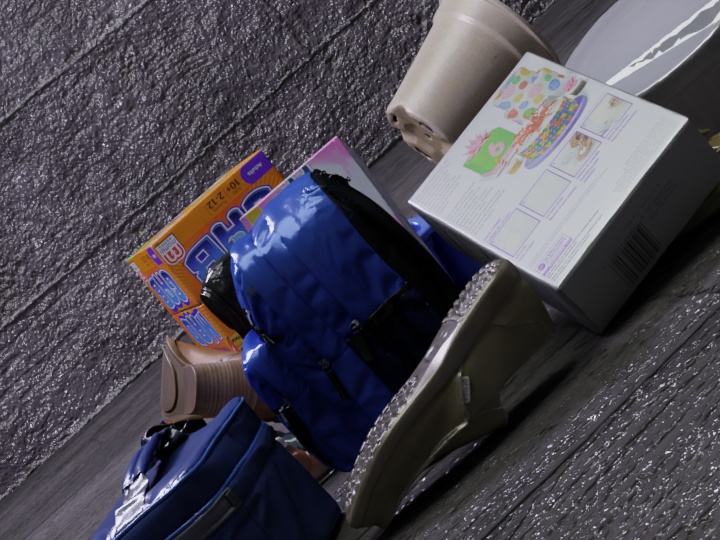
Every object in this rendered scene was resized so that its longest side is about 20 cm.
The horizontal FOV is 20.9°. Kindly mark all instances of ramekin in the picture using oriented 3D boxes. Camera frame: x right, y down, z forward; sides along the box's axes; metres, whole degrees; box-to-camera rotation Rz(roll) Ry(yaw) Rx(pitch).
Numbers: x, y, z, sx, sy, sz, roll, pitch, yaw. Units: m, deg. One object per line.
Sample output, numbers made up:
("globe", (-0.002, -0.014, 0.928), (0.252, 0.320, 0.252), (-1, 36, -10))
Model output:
("ramekin", (0.253, -0.156, 1.504), (0.202, 0.094, 0.203), (-38, 20, 16))

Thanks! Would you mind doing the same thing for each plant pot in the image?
("plant pot", (0.136, -0.242, 2.581), (0.184, 0.200, 0.200), (-53, 9, -13))

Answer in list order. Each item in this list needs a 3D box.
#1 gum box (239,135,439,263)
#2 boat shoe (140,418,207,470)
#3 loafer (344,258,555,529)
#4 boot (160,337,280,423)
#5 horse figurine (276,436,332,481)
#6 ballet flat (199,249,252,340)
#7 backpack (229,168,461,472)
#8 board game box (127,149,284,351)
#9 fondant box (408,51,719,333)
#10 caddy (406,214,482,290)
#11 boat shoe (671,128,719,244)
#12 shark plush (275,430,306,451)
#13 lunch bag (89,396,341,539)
("gum box", (0.000, 0.000, 1.675), (0.113, 0.201, 0.066), (-39, -25, 7))
("boat shoe", (-0.179, 0.189, 1.857), (0.075, 0.093, 0.200), (-45, 8, -37))
("loafer", (0.060, 0.090, 1.265), (0.201, 0.068, 0.076), (-57, 5, 1))
("boot", (-0.094, 0.098, 1.742), (0.154, 0.078, 0.200), (1, -4, -19))
("horse figurine", (0.000, 0.073, 1.561), (0.199, 0.133, 0.050), (-31, 10, -22))
("ballet flat", (-0.076, 0.058, 1.794), (0.066, 0.200, 0.057), (22, 69, 45))
("backpack", (-0.014, 0.035, 1.449), (0.168, 0.200, 0.163), (-40, 7, -1))
("board game box", (-0.165, -0.011, 2.633), (0.200, 0.200, 0.200), (-42, 6, -15))
("fondant box", (0.140, -0.059, 1.355), (0.145, 0.058, 0.200), (-51, 36, -4))
("caddy", (0.024, 0.011, 1.795), (0.200, 0.105, 0.141), (-36, 7, 40))
("boat shoe", (0.205, -0.053, 1.371), (0.200, 0.063, 0.073), (-38, 7, 26))
("shark plush", (-0.091, 0.185, 1.673), (0.198, 0.091, 0.084), (-17, 34, 18))
("lunch bag", (-0.108, 0.175, 1.356), (0.136, 0.133, 0.200), (-39, 7, 14))
